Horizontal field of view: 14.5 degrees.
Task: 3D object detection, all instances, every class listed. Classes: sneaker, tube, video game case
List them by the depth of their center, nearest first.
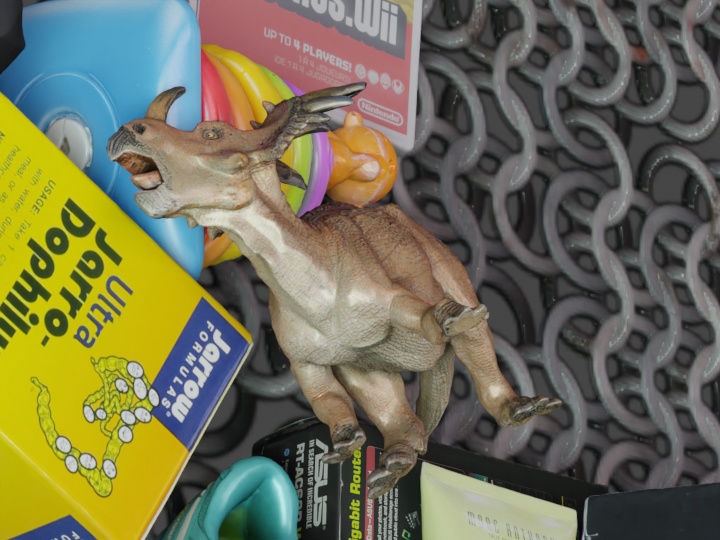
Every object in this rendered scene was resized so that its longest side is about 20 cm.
[{"bbox_3d":[-0.041,0.141,1.021,0.077,0.080,0.200,24,24,-26],"label":"sneaker"},{"bbox_3d":[0.050,0.174,1.084,0.058,0.052,0.201,61,29,-58],"label":"tube"},{"bbox_3d":[-0.029,-0.162,1.240,0.143,0.017,0.201,20,62,-34],"label":"video game case"}]

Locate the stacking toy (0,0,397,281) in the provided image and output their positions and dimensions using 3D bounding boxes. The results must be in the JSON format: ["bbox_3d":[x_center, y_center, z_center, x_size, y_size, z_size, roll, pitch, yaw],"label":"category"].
[{"bbox_3d":[-0.051,-0.046,1.134,0.200,0.109,0.117,-1,90,-52],"label":"stacking toy"}]

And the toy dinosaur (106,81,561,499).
[{"bbox_3d":[0.000,0.000,1.050,0.136,0.086,0.200,62,10,27],"label":"toy dinosaur"}]

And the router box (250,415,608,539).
[{"bbox_3d":[0.027,0.171,1.139,0.149,0.062,0.201,18,64,-37],"label":"router box"}]

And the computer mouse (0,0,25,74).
[{"bbox_3d":[-0.140,-0.111,1.031,0.059,0.034,0.200,44,7,-14],"label":"computer mouse"}]

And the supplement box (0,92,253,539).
[{"bbox_3d":[-0.156,0.010,1.004,0.200,0.109,0.110,44,51,-20],"label":"supplement box"}]

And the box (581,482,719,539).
[{"bbox_3d":[0.167,0.195,1.168,0.200,0.104,0.149,54,35,-49],"label":"box"}]
